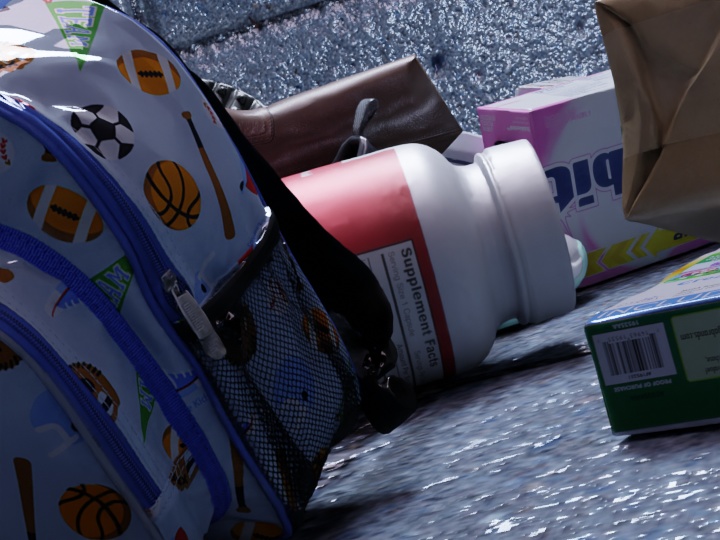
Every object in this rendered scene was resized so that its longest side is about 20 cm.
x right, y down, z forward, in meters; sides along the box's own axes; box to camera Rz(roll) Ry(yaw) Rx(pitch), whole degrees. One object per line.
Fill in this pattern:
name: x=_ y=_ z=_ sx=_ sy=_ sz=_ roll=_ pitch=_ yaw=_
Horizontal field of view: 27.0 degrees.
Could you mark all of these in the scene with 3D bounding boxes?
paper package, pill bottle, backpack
paper package: x=0.230 y=-0.077 z=0.677 sx=0.190 sy=0.104 sz=0.199 roll=-14 pitch=-12 yaw=32
pill bottle: x=-0.006 y=0.006 z=0.708 sx=0.199 sy=0.113 sz=0.112 roll=-16 pitch=4 yaw=-1
backpack: x=-0.113 y=0.013 z=0.492 sx=0.199 sy=0.192 sz=0.154 roll=-14 pitch=20 yaw=25

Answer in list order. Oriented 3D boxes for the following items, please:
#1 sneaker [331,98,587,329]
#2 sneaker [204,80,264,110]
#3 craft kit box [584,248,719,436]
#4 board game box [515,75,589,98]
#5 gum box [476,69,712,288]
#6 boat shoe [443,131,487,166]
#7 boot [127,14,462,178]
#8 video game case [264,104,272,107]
sneaker: x=0.032 y=-0.029 z=0.825 sx=0.199 sy=0.141 sz=0.078 roll=-19 pitch=5 yaw=-30
sneaker: x=-0.063 y=-0.064 z=1.043 sx=0.199 sy=0.067 sz=0.091 roll=24 pitch=-24 yaw=-1
craft kit box: x=0.206 y=-0.003 z=0.513 sx=0.199 sy=0.049 sz=0.197 roll=-13 pitch=8 yaw=35
board game box: x=0.141 y=-0.070 z=1.062 sx=0.034 sy=0.127 sz=0.200 roll=5 pitch=11 yaw=17
gum box: x=0.172 y=-0.067 z=0.945 sx=0.199 sy=0.114 sz=0.066 roll=-17 pitch=14 yaw=-22
boat shoe: x=-0.001 y=-0.055 z=0.964 sx=0.198 sy=0.063 sz=0.072 roll=0 pitch=-10 yaw=0
boot: x=-0.042 y=-0.094 z=0.827 sx=0.198 sy=0.065 sz=0.187 roll=-14 pitch=-32 yaw=-8
video game case: x=0.004 y=-0.082 z=1.087 sx=0.143 sy=0.018 sz=0.199 roll=31 pitch=-17 yaw=-28
